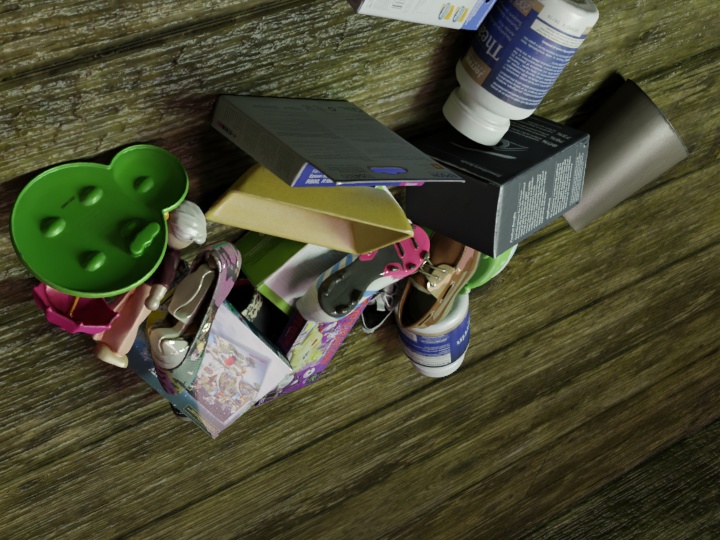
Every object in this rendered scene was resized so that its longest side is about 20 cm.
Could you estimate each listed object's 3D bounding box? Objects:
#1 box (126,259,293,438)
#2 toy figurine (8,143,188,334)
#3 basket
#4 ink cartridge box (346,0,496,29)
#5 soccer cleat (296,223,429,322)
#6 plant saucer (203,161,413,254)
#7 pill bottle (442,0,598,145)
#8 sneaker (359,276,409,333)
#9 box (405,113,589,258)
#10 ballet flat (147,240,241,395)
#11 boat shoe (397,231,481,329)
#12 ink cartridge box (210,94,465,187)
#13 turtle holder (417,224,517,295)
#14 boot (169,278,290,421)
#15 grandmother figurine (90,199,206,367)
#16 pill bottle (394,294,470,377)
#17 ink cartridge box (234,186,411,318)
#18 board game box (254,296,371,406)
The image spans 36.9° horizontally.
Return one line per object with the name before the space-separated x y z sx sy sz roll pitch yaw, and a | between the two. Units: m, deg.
box | -0.199 0.100 1.331 0.136 0.038 0.200 -40 119 5
toy figurine | -0.274 -0.016 1.127 0.200 0.150 0.184 -49 176 -34
basket | 0.365 -0.162 1.613 0.200 0.136 0.180 -40 150 11
ink cartridge box | 0.083 -0.320 1.143 0.200 0.042 0.120 -2 136 -44
soccer cleat | 0.000 0.000 1.347 0.200 0.070 0.086 -34 -171 -35
plant saucer | -0.060 -0.070 1.189 0.199 0.049 0.200 12 171 -16
pill bottle | 0.183 -0.252 1.283 0.111 0.111 0.200 -4 137 -46
sneaker | 0.041 0.017 1.511 0.074 0.082 0.200 13 144 -1
box | 0.174 -0.120 1.372 0.200 0.148 0.105 -30 134 -38
ballet flat | -0.202 0.055 1.242 0.071 0.069 0.200 -2 122 -62
boat shoe | 0.103 0.007 1.457 0.074 0.076 0.200 -26 145 -43
ink cartridge box | -0.024 -0.124 1.138 0.196 0.200 0.043 -5 126 -45
turtle holder | 0.156 -0.039 1.536 0.132 0.141 0.186 -31 140 -45
boot | -0.190 0.102 1.423 0.203 0.074 0.154 -36 147 -4
grandmother figurine | -0.235 0.010 1.210 0.060 0.121 0.200 26 100 -30
pill bottle | 0.114 0.085 1.696 0.116 0.116 0.200 -32 152 -11
ink cartridge box | -0.046 -0.040 1.371 0.200 0.076 0.148 -41 152 1
board game box | -0.069 0.099 1.447 0.120 0.032 0.200 -24 155 -44
